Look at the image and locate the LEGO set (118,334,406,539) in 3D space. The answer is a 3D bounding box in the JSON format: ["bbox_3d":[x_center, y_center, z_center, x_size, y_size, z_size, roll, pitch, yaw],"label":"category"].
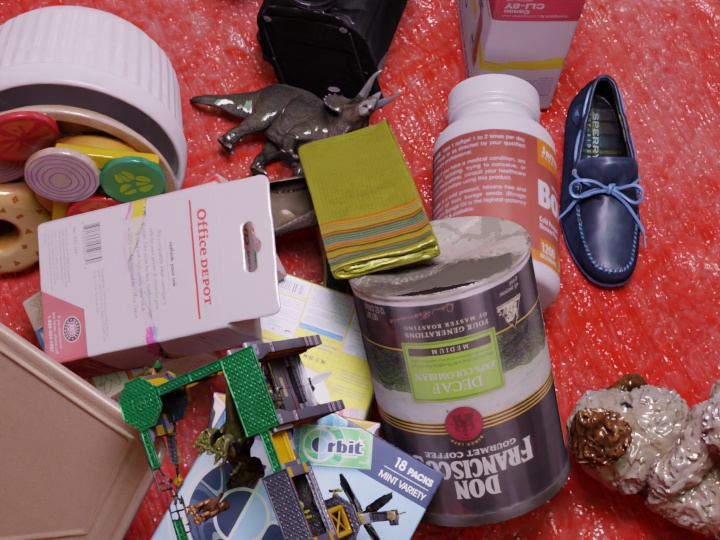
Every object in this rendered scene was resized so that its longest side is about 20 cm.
[{"bbox_3d":[-0.071,0.136,1.162,0.153,0.116,0.201,-33,77,24],"label":"LEGO set"}]

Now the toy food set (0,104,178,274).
[{"bbox_3d":[-0.248,-0.063,1.329,0.198,0.199,0.049,6,52,-7],"label":"toy food set"}]

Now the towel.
[{"bbox_3d":[0.003,-0.061,1.306,0.085,0.018,0.200,-13,35,-3],"label":"towel"}]

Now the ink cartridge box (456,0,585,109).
[{"bbox_3d":[0.143,-0.256,1.478,0.083,0.200,0.146,-2,64,-5],"label":"ink cartridge box"}]

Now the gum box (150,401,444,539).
[{"bbox_3d":[-0.058,0.199,1.211,0.169,0.045,0.201,28,83,4],"label":"gum box"}]

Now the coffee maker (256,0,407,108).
[{"bbox_3d":[-0.002,-0.275,1.470,0.134,0.192,0.201,21,63,-2],"label":"coffee maker"}]

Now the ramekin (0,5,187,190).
[{"bbox_3d":[-0.243,-0.130,1.369,0.198,0.201,0.106,4,52,-6],"label":"ramekin"}]

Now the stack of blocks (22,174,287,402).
[{"bbox_3d":[-0.163,0.027,1.325,0.199,0.059,0.116,-33,68,10],"label":"stack of blocks"}]

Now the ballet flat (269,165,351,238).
[{"bbox_3d":[-0.070,-0.054,1.395,0.198,0.046,0.068,-11,64,17],"label":"ballet flat"}]

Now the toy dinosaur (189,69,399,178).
[{"bbox_3d":[-0.063,-0.130,1.466,0.199,0.077,0.102,14,53,36],"label":"toy dinosaur"}]

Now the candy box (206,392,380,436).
[{"bbox_3d":[-0.067,0.206,1.263,0.135,0.061,0.202,10,81,0],"label":"candy box"}]

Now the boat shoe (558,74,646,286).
[{"bbox_3d":[0.214,-0.086,1.476,0.083,0.069,0.201,-4,65,-10],"label":"boat shoe"}]

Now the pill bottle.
[{"bbox_3d":[0.118,-0.066,1.428,0.111,0.112,0.201,4,64,-6],"label":"pill bottle"}]

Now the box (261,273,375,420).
[{"bbox_3d":[-0.052,0.113,1.333,0.116,0.048,0.201,19,78,2],"label":"box"}]

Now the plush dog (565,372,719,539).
[{"bbox_3d":[0.251,0.150,1.331,0.171,0.200,0.162,21,99,14],"label":"plush dog"}]

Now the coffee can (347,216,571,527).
[{"bbox_3d":[0.079,0.078,1.279,0.145,0.201,0.147,-11,22,5],"label":"coffee can"}]

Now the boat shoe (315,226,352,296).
[{"bbox_3d":[0.000,0.000,1.406,0.073,0.065,0.201,-11,66,-13],"label":"boat shoe"}]

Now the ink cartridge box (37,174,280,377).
[{"bbox_3d":[-0.145,0.006,1.255,0.198,0.067,0.117,-12,74,19],"label":"ink cartridge box"}]

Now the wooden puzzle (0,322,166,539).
[{"bbox_3d":[-0.256,0.147,1.256,0.199,0.186,0.037,35,25,12],"label":"wooden puzzle"}]
